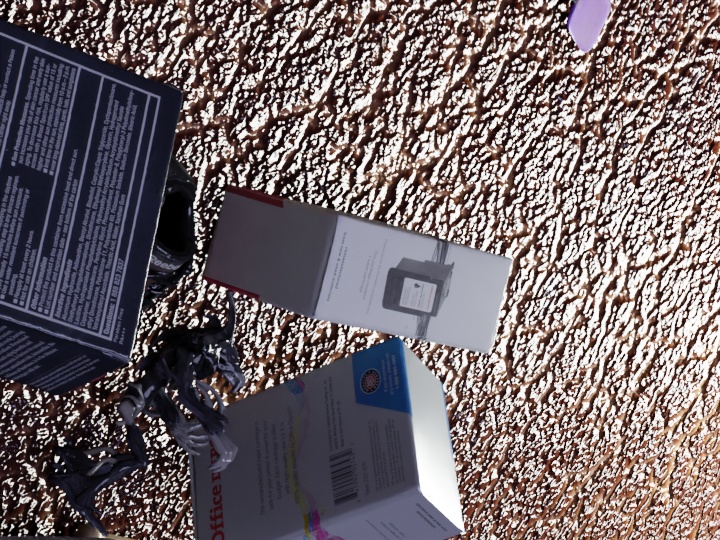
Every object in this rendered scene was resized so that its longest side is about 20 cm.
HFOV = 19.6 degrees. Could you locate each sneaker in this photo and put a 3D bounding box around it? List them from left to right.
[{"bbox_3d":[-0.174,-0.001,1.547,0.071,0.098,0.201,9,106,-44],"label":"sneaker"}]

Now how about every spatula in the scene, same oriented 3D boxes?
[{"bbox_3d":[0.155,-0.249,1.749,0.200,0.020,0.057,35,74,-42],"label":"spatula"}]

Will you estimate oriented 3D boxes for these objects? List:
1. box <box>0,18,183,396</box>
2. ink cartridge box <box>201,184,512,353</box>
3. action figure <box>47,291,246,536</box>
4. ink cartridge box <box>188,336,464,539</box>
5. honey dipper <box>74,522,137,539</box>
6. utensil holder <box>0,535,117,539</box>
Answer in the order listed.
[{"bbox_3d":[-0.244,-0.049,1.366,0.198,0.123,0.201,22,65,-27],"label":"box"},{"bbox_3d":[0.000,0.000,1.655,0.199,0.145,0.084,13,92,-43],"label":"ink cartridge box"},{"bbox_3d":[-0.146,0.113,1.617,0.200,0.119,0.102,-46,101,-4],"label":"action figure"},{"bbox_3d":[-0.031,0.162,1.652,0.199,0.145,0.085,-21,141,19],"label":"ink cartridge box"},{"bbox_3d":[-0.154,0.238,1.725,0.199,0.038,0.038,18,99,-40],"label":"honey dipper"},{"bbox_3d":[-0.268,0.279,1.560,0.199,0.170,0.171,4,108,-43],"label":"utensil holder"}]
